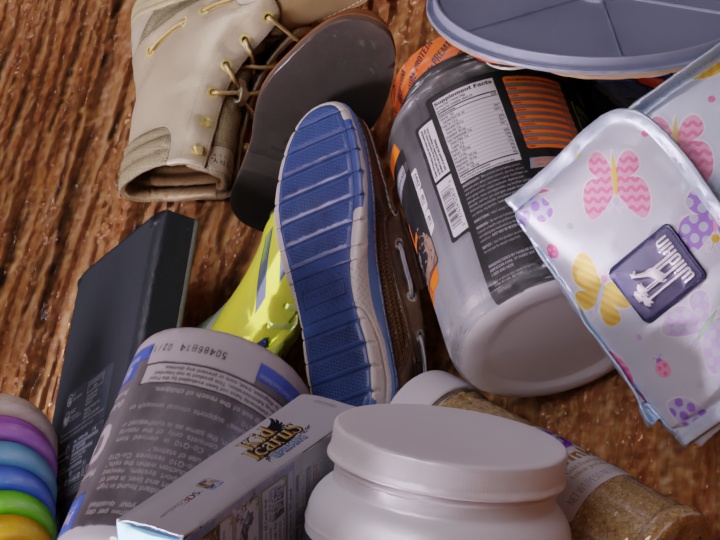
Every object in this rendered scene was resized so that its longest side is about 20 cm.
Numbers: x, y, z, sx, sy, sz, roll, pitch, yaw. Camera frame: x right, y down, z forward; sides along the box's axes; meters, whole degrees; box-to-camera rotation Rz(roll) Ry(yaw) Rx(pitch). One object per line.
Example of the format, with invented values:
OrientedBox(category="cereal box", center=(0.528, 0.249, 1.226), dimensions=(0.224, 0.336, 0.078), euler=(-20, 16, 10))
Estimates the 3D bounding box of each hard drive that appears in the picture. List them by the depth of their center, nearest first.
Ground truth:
OrientedBox(category="hard drive", center=(-0.157, 0.075, 1.515), dimensions=(0.140, 0.033, 0.201), euler=(-33, 44, 56))

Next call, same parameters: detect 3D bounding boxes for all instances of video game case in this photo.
OrientedBox(category="video game case", center=(-0.063, 0.190, 1.276), dimensions=(0.045, 0.181, 0.201), euler=(12, 113, 25))

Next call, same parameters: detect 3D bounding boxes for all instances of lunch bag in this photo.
OrientedBox(category="lunch bag", center=(0.201, -0.024, 1.258), dimensions=(0.200, 0.127, 0.170), euler=(-33, 81, 1))

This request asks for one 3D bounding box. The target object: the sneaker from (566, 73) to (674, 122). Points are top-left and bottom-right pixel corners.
OrientedBox(category="sneaker", center=(0.186, -0.104, 1.409), dimensions=(0.078, 0.075, 0.200), euler=(-41, 50, -14))

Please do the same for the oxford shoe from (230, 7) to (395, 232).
OrientedBox(category="oxford shoe", center=(-0.030, -0.107, 1.495), dimensions=(0.200, 0.071, 0.071), euler=(127, 163, -50))

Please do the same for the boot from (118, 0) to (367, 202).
OrientedBox(category="boot", center=(-0.075, -0.130, 1.586), dimensions=(0.200, 0.073, 0.156), euler=(-13, 59, 30))

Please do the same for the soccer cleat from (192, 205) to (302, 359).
OrientedBox(category="soccer cleat", center=(-0.051, 0.026, 1.485), dimensions=(0.200, 0.065, 0.084), euler=(-51, 33, 8))

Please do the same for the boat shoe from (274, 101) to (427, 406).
OrientedBox(category="boat shoe", center=(0.000, 0.000, 1.433), dimensions=(0.072, 0.072, 0.201), euler=(-15, 74, 40))

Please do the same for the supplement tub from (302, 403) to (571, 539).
OrientedBox(category="supplement tub", center=(0.034, 0.182, 1.256), dimensions=(0.140, 0.140, 0.201), euler=(16, 103, 38))

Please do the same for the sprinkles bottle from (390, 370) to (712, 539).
OrientedBox(category="sprinkles bottle", center=(0.100, 0.123, 1.335), dimensions=(0.200, 0.068, 0.068), euler=(28, 82, 40))

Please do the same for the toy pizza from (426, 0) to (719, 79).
OrientedBox(category="toy pizza", center=(0.138, -0.147, 1.390), dimensions=(0.200, 0.032, 0.200), euler=(-2, 28, 1))

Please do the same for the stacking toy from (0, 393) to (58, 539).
OrientedBox(category="stacking toy", center=(-0.215, 0.161, 1.428), dimensions=(0.085, 0.085, 0.200), euler=(-37, 33, 12))

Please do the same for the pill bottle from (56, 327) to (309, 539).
OrientedBox(category="pill bottle", center=(-0.107, 0.142, 1.359), dimensions=(0.114, 0.114, 0.200), euler=(-5, 49, 32))

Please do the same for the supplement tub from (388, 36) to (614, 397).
OrientedBox(category="supplement tub", center=(0.087, -0.037, 1.394), dimensions=(0.122, 0.122, 0.200), euler=(-29, 52, 17))
